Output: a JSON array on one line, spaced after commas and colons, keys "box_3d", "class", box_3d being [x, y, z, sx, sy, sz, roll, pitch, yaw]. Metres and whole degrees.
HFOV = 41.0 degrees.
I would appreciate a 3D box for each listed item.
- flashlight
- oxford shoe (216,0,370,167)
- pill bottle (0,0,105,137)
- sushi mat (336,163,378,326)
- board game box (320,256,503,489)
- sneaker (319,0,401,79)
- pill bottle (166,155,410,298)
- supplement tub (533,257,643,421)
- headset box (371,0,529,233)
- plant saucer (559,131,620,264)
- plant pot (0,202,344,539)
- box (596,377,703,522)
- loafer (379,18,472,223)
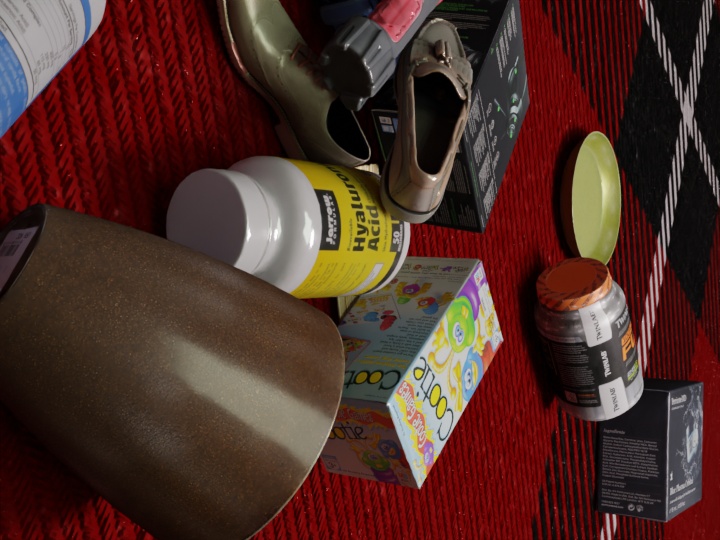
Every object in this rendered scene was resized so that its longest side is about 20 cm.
[{"box_3d": [0.031, -0.224, 0.802, 0.068, 0.068, 0.200, 40, 53, -9], "class": "flashlight"}, {"box_3d": [-0.049, -0.168, 0.801, 0.071, 0.073, 0.200, -60, 136, -31], "class": "oxford shoe"}, {"box_3d": [-0.212, -0.147, 0.531, 0.113, 0.112, 0.201, 59, 45, -38], "class": "pill bottle"}, {"box_3d": [0.000, 0.000, 0.934, 0.095, 0.012, 0.202, -21, 109, -54], "class": "sushi mat"}, {"box_3d": [0.041, 0.087, 0.895, 0.200, 0.104, 0.104, -52, 133, -41], "class": "board game box"}, {"box_3d": [-0.017, -0.261, 0.853, 0.082, 0.074, 0.201, -36, 112, -48], "class": "sneaker"}, {"box_3d": [-0.055, -0.032, 0.766, 0.199, 0.111, 0.112, -2, 93, -55], "class": "pill bottle"}, {"box_3d": [0.303, 0.091, 1.290, 0.123, 0.122, 0.201, -52, 132, -41], "class": "supplement tub"}, {"box_3d": [0.101, -0.173, 0.972, 0.175, 0.092, 0.201, 68, 39, -54], "class": "headset box"}, {"box_3d": [0.334, -0.101, 1.408, 0.199, 0.031, 0.202, -2, 92, -56], "class": "plant saucer"}, {"box_3d": [-0.144, 0.052, 0.605, 0.200, 0.186, 0.188, 39, 59, -31], "class": "plant pot"}, {"box_3d": [0.467, 0.280, 1.546, 0.196, 0.117, 0.202, 2, 89, -56], "class": "box"}, {"box_3d": [0.063, -0.136, 0.803, 0.071, 0.063, 0.201, 16, 62, -10], "class": "loafer"}]
